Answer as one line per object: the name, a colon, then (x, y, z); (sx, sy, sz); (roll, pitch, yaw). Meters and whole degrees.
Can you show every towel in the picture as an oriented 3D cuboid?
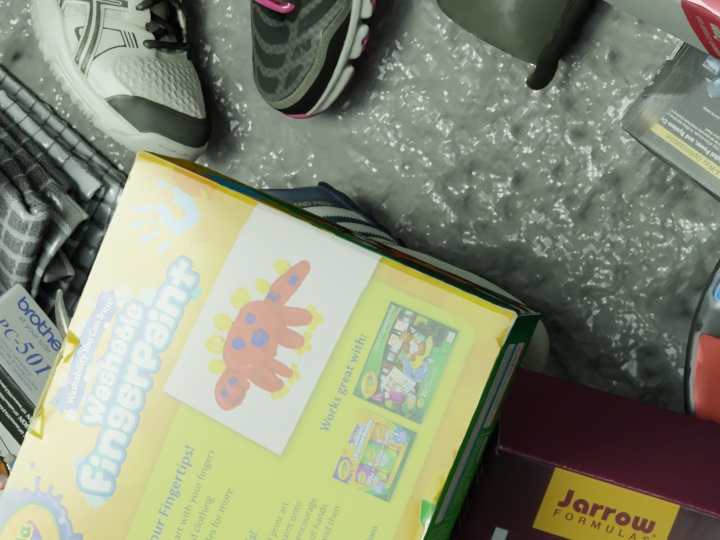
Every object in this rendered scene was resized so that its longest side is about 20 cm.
towel: (-0.229, -0.024, 1.334); (0.200, 0.085, 0.166); (41, 111, 23)

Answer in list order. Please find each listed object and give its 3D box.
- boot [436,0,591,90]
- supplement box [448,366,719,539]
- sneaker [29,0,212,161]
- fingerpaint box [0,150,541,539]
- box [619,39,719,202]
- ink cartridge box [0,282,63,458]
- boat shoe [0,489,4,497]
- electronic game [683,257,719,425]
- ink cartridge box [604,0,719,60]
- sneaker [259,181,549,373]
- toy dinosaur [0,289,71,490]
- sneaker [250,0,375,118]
boot: (0.043, -0.191, 1.184); (0.200, 0.077, 0.139); (41, 115, 24)
supplement box: (0.077, 0.154, 1.118); (0.110, 0.086, 0.201); (17, 113, -4)
sneaker: (-0.117, -0.149, 1.273); (0.088, 0.076, 0.201); (-35, 74, 26)
fingerpaint box: (-0.044, 0.076, 1.041); (0.166, 0.073, 0.201); (23, 94, 12)
box: (0.230, -0.066, 1.062); (0.200, 0.049, 0.161); (38, 93, 28)
ink cartridge box: (-0.135, 0.110, 1.250); (0.200, 0.044, 0.094); (51, 134, -6)
boat shoe: (-0.083, 0.145, 1.113); (0.199, 0.068, 0.072); (18, 125, -3)
electronic game: (0.229, 0.051, 1.096); (0.199, 0.042, 0.201); (1, 91, 30)
ink cartridge box: (0.124, -0.183, 1.056); (0.200, 0.083, 0.146); (30, 91, 20)
sneaker: (0.000, 0.000, 1.208); (0.199, 0.085, 0.075); (18, 123, 16)
toy dinosaur: (-0.083, 0.057, 1.123); (0.182, 0.105, 0.200); (-60, 28, -4)
sneaker: (-0.043, -0.164, 1.199); (0.074, 0.087, 0.201); (36, 129, 49)
